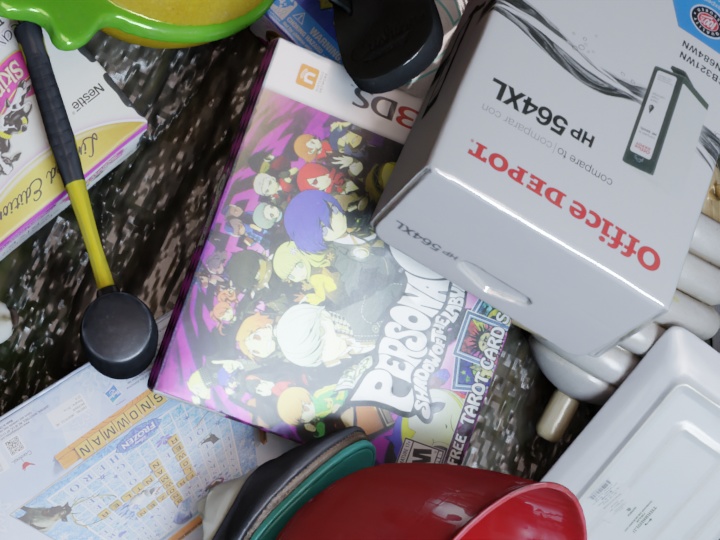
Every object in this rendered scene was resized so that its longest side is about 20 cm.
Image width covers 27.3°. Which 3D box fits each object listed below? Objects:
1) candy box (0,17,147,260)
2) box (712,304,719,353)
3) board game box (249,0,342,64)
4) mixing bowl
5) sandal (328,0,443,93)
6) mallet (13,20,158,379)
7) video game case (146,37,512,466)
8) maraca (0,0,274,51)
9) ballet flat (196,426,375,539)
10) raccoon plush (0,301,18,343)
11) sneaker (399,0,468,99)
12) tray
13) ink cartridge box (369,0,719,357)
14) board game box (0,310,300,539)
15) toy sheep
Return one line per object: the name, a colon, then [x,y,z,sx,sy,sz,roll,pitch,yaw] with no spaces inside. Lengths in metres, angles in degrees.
candy box: [-0.236,-0.112,0.840,0.136,0.061,0.200,-42,92,-17]
box: [0.287,0.096,0.906,0.100,0.112,0.203,2,79,-13]
board game box: [0.069,-0.152,0.931,0.200,0.041,0.200,44,74,-3]
mixing bowl: [0.015,0.173,0.743,0.108,0.201,0.201,27,70,33]
sandal: [0.002,-0.170,0.816,0.075,0.201,0.045,-33,125,13]
mallet: [-0.152,-0.036,0.804,0.041,0.066,0.202,-16,73,-10]
video game case: [0.000,0.000,0.813,0.179,0.036,0.202,21,88,-14]
maraca: [-0.130,-0.184,0.842,0.199,0.107,0.138,-20,68,-38]
ballet flat: [-0.071,0.156,0.773,0.073,0.073,0.201,34,80,-6]
raccoon plush: [-0.274,0.056,0.762,0.199,0.134,0.098,-29,89,-17]
sneaker: [0.055,-0.154,0.876,0.079,0.070,0.202,23,85,-13]
tray: [0.161,0.137,0.855,0.107,0.022,0.201,34,111,-6]
ink cartridge box: [0.112,-0.080,0.781,0.145,0.084,0.202,29,62,-10]
board game box: [-0.108,0.142,0.829,0.199,0.041,0.201,-31,89,-17]
toy sheep: [0.152,0.009,0.883,0.137,0.138,0.202,26,101,-8]
